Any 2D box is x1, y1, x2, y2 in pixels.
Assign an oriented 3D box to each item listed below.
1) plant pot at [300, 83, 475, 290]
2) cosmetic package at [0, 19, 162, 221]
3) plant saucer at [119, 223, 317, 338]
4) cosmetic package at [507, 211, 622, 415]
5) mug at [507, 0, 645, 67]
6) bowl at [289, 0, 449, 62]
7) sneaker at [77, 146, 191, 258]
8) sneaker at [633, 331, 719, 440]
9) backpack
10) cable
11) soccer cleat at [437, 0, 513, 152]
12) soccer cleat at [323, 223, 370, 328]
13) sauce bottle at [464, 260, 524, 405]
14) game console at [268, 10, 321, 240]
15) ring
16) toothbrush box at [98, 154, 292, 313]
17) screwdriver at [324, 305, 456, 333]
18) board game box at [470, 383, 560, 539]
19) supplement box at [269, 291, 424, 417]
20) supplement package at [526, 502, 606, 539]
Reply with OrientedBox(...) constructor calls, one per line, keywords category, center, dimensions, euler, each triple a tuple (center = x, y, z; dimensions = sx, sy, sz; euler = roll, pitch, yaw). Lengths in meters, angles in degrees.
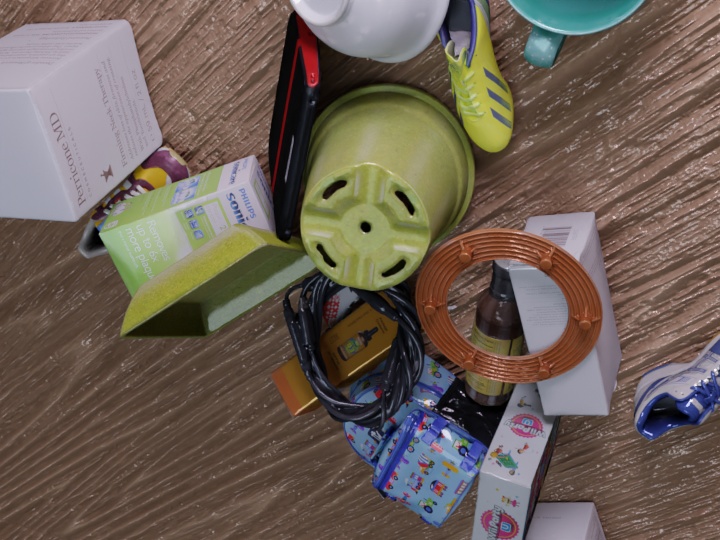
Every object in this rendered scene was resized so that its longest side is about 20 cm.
OrientedBox(category="plant pot", center=(0.017, -0.075, 1.059), dimensions=(0.197, 0.185, 0.203), euler=(4, 113, 9))
OrientedBox(category="cosmetic package", center=(-0.369, -0.181, 1.200), dimensions=(0.164, 0.201, 0.169), euler=(4, 125, 23))
OrientedBox(category="plant saucer", center=(-0.154, 0.009, 1.143), dimensions=(0.199, 0.199, 0.048), euler=(-31, 77, 16))
OrientedBox(category="cosmetic package", center=(0.231, 0.050, 1.123), dimensions=(0.080, 0.113, 0.202), euler=(-2, 119, 26))
OrientedBox(category="mug", center=(0.190, -0.294, 0.899), dimensions=(0.184, 0.115, 0.152), euler=(-32, 105, 39))
OrientedBox(category="bowl", center=(-0.014, -0.291, 0.971), dimensions=(0.200, 0.090, 0.204), euler=(29, 131, 39))
OrientedBox(category="sneaker", center=(-0.292, -0.078, 1.305), dimensions=(0.075, 0.090, 0.200), euler=(44, 130, -8))
OrientedBox(category="sneaker", center=(0.388, 0.130, 1.116), dimensions=(0.075, 0.088, 0.200), euler=(44, 129, -6))
OrientedBox(category="backpack", center=(0.065, 0.202, 1.299), dimensions=(0.199, 0.135, 0.183), euler=(35, 130, 4))
OrientedBox(category="cable", center=(0.001, 0.089, 1.199), dimensions=(0.161, 0.051, 0.203), euler=(-19, 89, 15))
OrientedBox(category="soccer cleat", center=(0.108, -0.205, 1.022), dimensions=(0.064, 0.084, 0.202), euler=(-1, 122, 26))
OrientedBox(category="soccer cleat", center=(0.000, 0.000, 1.233), dimensions=(0.084, 0.069, 0.202), euler=(23, 125, 15))
OrientedBox(category="sauce bottle", center=(0.165, 0.068, 1.200), dimensions=(0.064, 0.065, 0.202), euler=(17, 127, 15))
OrientedBox(category="game console", center=(-0.069, -0.161, 1.088), dimensions=(0.031, 0.178, 0.202), euler=(3, 131, -13))
OrientedBox(category="ring", center=(0.152, 0.045, 1.060), dimensions=(0.197, 0.019, 0.203), euler=(9, 128, 12))
OrientedBox(category="toothbrush box", center=(-0.196, -0.033, 1.248), dimensions=(0.197, 0.086, 0.147), euler=(-18, 117, 8))
OrientedBox(category="screwdriver", center=(0.034, 0.064, 1.284), dimensions=(0.198, 0.028, 0.029), euler=(-19, 142, 36))
OrientedBox(category="board game box", center=(0.190, 0.230, 1.209), dimensions=(0.063, 0.200, 0.149), euler=(15, 129, 17))
OrientedBox(category="supplement box", center=(-0.016, 0.103, 1.265), dimensions=(0.199, 0.069, 0.067), euler=(-37, 74, 24))
OrientedBox(category="supplement package", center=(0.253, 0.438, 1.356), dimensions=(0.150, 0.151, 0.202), euler=(-8, 119, 29))
